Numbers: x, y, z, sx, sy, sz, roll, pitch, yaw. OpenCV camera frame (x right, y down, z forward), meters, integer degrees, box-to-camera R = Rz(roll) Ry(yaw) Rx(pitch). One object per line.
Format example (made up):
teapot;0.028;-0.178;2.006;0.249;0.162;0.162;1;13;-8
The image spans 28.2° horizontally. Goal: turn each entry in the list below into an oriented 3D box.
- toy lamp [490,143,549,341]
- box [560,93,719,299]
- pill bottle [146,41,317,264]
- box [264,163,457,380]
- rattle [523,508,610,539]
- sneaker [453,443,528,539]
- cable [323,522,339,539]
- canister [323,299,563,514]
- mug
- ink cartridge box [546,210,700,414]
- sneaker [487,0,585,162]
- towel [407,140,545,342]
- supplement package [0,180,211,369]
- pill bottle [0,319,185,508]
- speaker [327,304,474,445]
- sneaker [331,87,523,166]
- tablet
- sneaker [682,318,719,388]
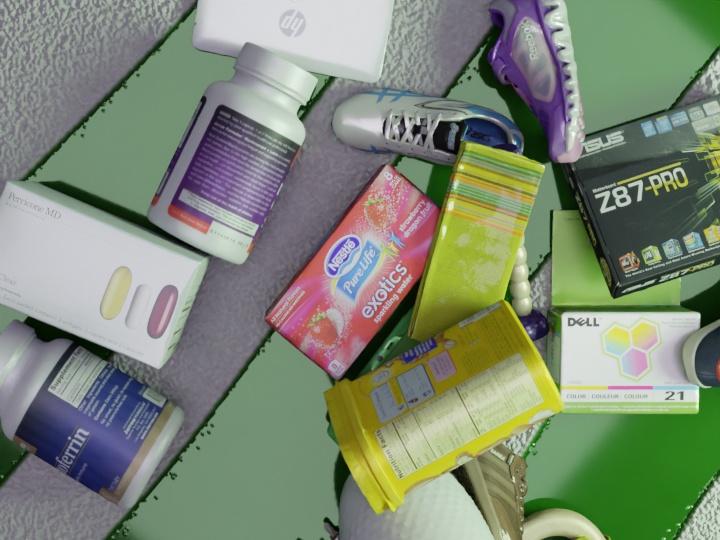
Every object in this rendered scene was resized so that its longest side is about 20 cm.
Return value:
toy lamp;0.153;-0.028;1.439;0.057;0.058;0.202;-9;113;-2
box;0.321;-0.078;1.450;0.198;0.049;0.163;-17;71;-3
pill bottle;-0.122;-0.118;1.424;0.111;0.111;0.202;26;92;-4
box;0.000;0.000;1.444;0.099;0.095;0.201;39;91;-3
rattle;0.171;0.313;1.453;0.198;0.143;0.131;17;111;-9
sneaker;0.142;0.222;1.448;0.075;0.071;0.202;-12;68;-15
cable;0.017;0.346;1.505;0.200;0.050;0.097;46;73;-16
canister;0.077;0.123;1.341;0.199;0.149;0.087;-29;118;3
mug;0.057;0.284;1.407;0.146;0.176;0.201;-22;138;-5
ink cartridge box;0.268;0.041;1.468;0.146;0.076;0.203;0;95;-3
sneaker;0.174;-0.199;1.439;0.087;0.081;0.203;-10;73;8
towel;0.111;-0.019;1.390;0.085;0.018;0.202;15;101;-5
supplement package;-0.260;0.000;1.402;0.198;0.156;0.112;22;92;-3
pill bottle;-0.285;0.140;1.431;0.199;0.116;0.116;32;92;-3
speaker;0.053;0.106;1.459;0.088;0.088;0.201;38;91;-4
sneaker;0.069;-0.143;1.451;0.197;0.072;0.073;8;95;-2
tablet;-0.066;-0.273;1.466;0.197;0.014;0.132;10;93;-3
sneaker;0.413;0.056;1.438;0.200;0.084;0.075;-39;114;-28
